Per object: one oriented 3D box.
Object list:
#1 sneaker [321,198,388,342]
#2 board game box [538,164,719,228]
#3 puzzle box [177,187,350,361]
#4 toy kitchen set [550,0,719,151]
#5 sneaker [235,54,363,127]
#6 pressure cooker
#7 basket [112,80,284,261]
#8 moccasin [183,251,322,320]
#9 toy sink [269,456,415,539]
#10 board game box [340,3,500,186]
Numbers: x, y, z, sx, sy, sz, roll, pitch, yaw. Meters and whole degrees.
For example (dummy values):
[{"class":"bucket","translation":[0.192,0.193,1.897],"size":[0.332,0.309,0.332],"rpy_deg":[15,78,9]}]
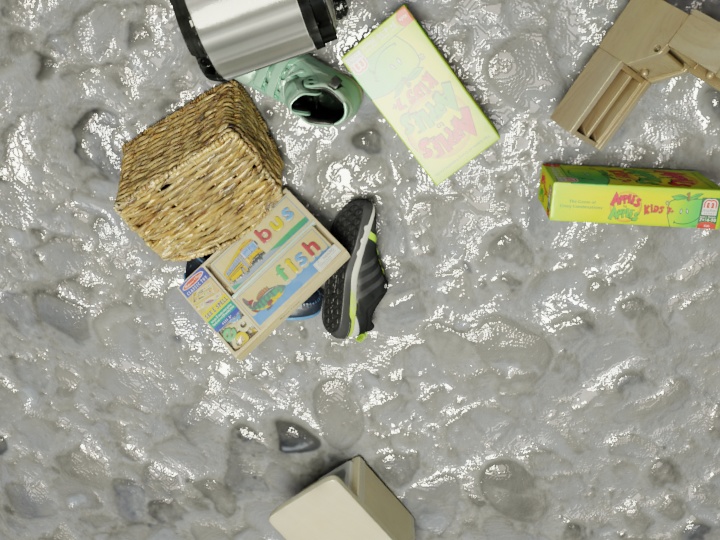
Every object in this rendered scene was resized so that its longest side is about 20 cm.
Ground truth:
[{"class":"sneaker","translation":[0.000,0.000,1.055],"size":[0.082,0.072,0.202],"rpy_deg":[1,107,-35]},{"class":"board game box","translation":[0.330,-0.094,0.951],"size":[0.198,0.102,0.048],"rpy_deg":[3,110,4]},{"class":"puzzle box","translation":[-0.127,0.002,1.005],"size":[0.200,0.025,0.133],"rpy_deg":[-44,68,-5]},{"class":"toy kitchen set","translation":[0.379,-0.185,0.898],"size":[0.162,0.200,0.181],"rpy_deg":[12,119,-45]},{"class":"sneaker","translation":[-0.095,-0.237,0.935],"size":[0.199,0.118,0.074],"rpy_deg":[21,113,-2]},{"class":"pressure cooker","translation":[-0.105,-0.320,0.856],"size":[0.198,0.177,0.179],"rpy_deg":[-16,147,5]},{"class":"basket","translation":[-0.202,-0.124,1.005],"size":[0.199,0.150,0.143],"rpy_deg":[-29,129,13]},{"class":"moccasin","translation":[-0.148,0.017,1.053],"size":[0.198,0.081,0.069],"rpy_deg":[11,118,0]},{"class":"toy sink","translation":[-0.025,0.372,1.160],"size":[0.130,0.112,0.200],"rpy_deg":[-35,109,16]},{"class":"board game box","translation":[0.077,-0.219,0.964],"size":[0.101,0.048,0.200],"rpy_deg":[-36,103,16]}]
